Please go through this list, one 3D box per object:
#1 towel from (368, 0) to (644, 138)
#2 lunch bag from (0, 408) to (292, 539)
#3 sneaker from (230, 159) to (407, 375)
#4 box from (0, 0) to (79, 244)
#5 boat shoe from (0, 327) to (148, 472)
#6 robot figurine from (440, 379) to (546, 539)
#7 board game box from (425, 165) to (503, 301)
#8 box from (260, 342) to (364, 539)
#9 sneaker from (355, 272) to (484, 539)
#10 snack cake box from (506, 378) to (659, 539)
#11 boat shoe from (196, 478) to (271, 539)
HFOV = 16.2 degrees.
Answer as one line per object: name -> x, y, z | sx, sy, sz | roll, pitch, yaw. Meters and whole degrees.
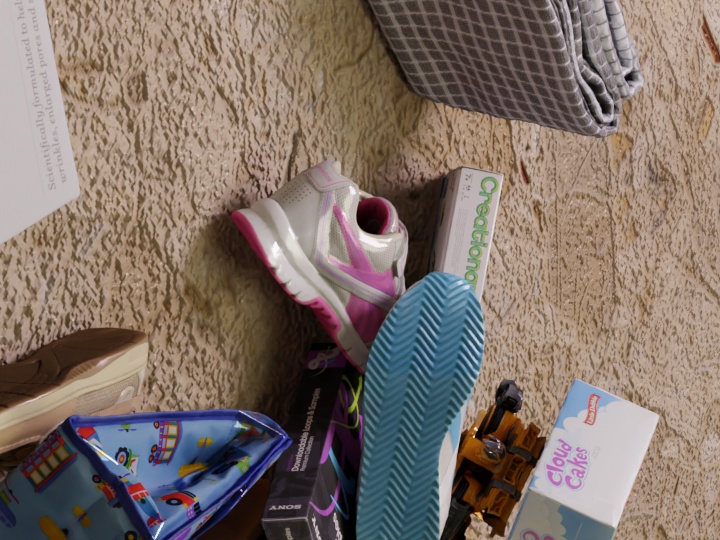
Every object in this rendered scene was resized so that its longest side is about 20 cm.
towel -> 0.088, -0.182, 1.717 | 0.086, 0.165, 0.200 | -55, 139, -23
lunch bag -> -0.137, 0.146, 1.486 | 0.151, 0.094, 0.200 | -43, 168, 26
sneaker -> 0.000, 0.000, 1.679 | 0.088, 0.081, 0.200 | -39, 141, 2
box -> -0.262, -0.094, 1.248 | 0.200, 0.130, 0.200 | -36, 127, -46
boat shoe -> -0.187, 0.087, 1.459 | 0.200, 0.071, 0.065 | -22, 116, -53
robot figurine -> 0.079, 0.160, 1.804 | 0.145, 0.058, 0.200 | -62, 180, -25
board game box -> 0.062, 0.028, 1.791 | 0.126, 0.034, 0.201 | -168, -92, -88
box -> -0.020, 0.162, 1.692 | 0.200, 0.036, 0.143 | -73, 155, -55
sneaker -> 0.034, 0.097, 1.679 | 0.081, 0.076, 0.201 | -90, -167, -84
snack cake box -> 0.136, 0.188, 1.747 | 0.115, 0.067, 0.200 | -59, 169, -46
boat shoe -> -0.108, 0.212, 1.609 | 0.200, 0.070, 0.071 | -40, 133, -45
